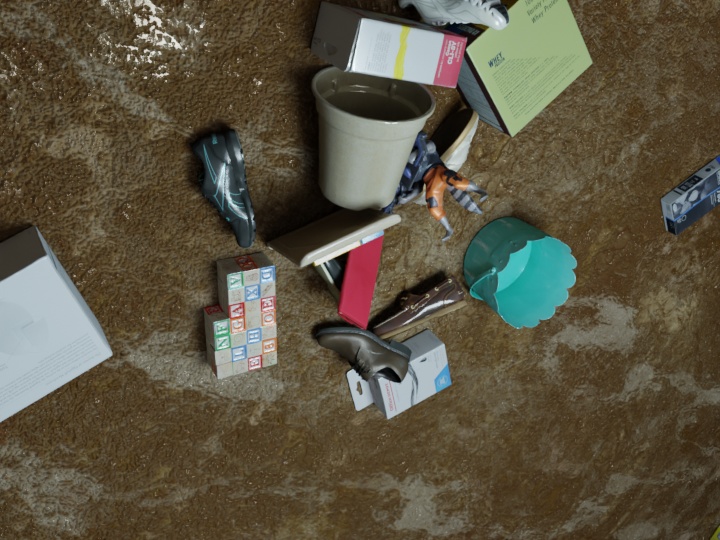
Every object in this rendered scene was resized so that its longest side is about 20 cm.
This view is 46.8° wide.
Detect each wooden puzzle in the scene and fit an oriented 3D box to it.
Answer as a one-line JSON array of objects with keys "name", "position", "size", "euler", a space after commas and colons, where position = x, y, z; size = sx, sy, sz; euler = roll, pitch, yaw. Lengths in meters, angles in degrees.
[{"name": "wooden puzzle", "position": [-0.046, -0.057, 1.387], "size": [0.184, 0.200, 0.038], "euler": [-25, 107, -17]}]

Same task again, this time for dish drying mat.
[{"name": "dish drying mat", "position": [0.000, 0.000, 1.481], "size": [0.077, 0.018, 0.202], "euler": [35, 56, -41]}]

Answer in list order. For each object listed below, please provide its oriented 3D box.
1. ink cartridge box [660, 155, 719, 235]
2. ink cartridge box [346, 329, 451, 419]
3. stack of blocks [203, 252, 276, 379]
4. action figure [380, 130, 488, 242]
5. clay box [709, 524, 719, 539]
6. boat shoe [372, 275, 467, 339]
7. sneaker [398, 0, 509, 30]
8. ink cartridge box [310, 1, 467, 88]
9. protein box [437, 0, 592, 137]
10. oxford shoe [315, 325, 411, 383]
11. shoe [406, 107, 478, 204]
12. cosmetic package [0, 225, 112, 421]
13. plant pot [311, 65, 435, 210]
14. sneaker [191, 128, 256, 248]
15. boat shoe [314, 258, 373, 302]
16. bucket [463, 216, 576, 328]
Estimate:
[{"name": "ink cartridge box", "position": [0.783, -0.176, 1.920], "size": [0.199, 0.039, 0.100], "euler": [-36, 127, -10]}, {"name": "ink cartridge box", "position": [0.080, 0.220, 1.695], "size": [0.199, 0.067, 0.117], "euler": [-26, 127, -17]}, {"name": "stack of blocks", "position": [-0.210, 0.078, 1.449], "size": [0.114, 0.059, 0.202], "euler": [-12, 121, -25]}, {"name": "action figure", "position": [0.115, -0.147, 1.455], "size": [0.104, 0.194, 0.200], "euler": [-24, 160, -40]}, {"name": "clay box", "position": [1.236, 0.845, 2.743], "size": [0.114, 0.048, 0.201], "euler": [19, 105, -37]}, {"name": "boat shoe", "position": [0.109, 0.075, 1.638], "size": [0.198, 0.070, 0.071], "euler": [-24, 89, -7]}, {"name": "sneaker", "position": [0.145, -0.421, 1.321], "size": [0.075, 0.199, 0.082], "euler": [-26, 143, -54]}, {"name": "ink cartridge box", "position": [0.043, -0.354, 1.308], "size": [0.198, 0.145, 0.084], "euler": [0, 115, -31]}, {"name": "protein box", "position": [0.255, -0.384, 1.426], "size": [0.198, 0.135, 0.200], "euler": [-42, 129, -3]}, {"name": "oxford shoe", "position": [0.005, 0.162, 1.581], "size": [0.198, 0.085, 0.073], "euler": [20, 148, -15]}, {"name": "shoe", "position": [0.151, -0.204, 1.507], "size": [0.053, 0.070, 0.201], "euler": [26, 108, -36]}, {"name": "cosmetic package", "position": [-0.511, 0.080, 1.228], "size": [0.198, 0.123, 0.201], "euler": [-31, 126, -13]}, {"name": "plant pot", "position": [0.007, -0.208, 1.357], "size": [0.199, 0.201, 0.185], "euler": [-10, 132, -26]}, {"name": "sneaker", "position": [-0.216, -0.127, 1.337], "size": [0.078, 0.076, 0.202], "euler": [-13, 116, -8]}, {"name": "boat shoe", "position": [-0.038, 0.007, 1.505], "size": [0.063, 0.074, 0.202], "euler": [-39, 134, -5]}, {"name": "bucket", "position": [0.314, 0.000, 1.671], "size": [0.205, 0.135, 0.209], "euler": [-13, 121, -24]}]
